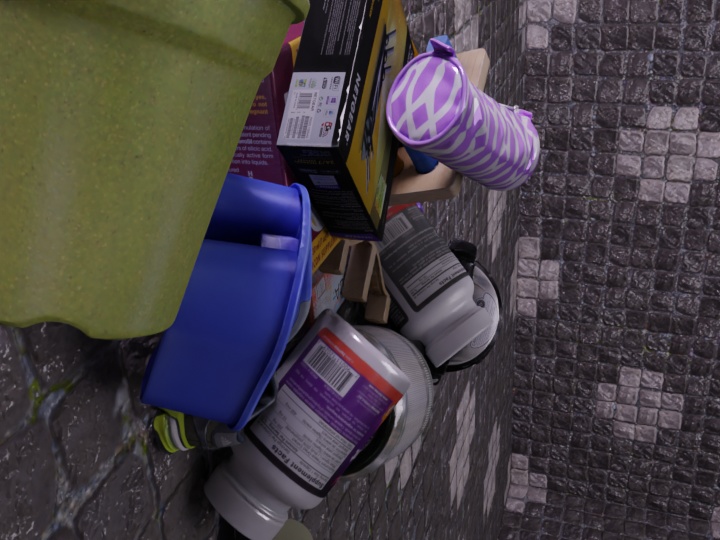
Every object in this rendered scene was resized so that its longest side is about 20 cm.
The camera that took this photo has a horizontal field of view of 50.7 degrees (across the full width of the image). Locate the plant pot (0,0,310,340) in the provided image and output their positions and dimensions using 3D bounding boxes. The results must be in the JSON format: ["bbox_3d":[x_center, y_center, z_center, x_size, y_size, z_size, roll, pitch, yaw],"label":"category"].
[{"bbox_3d":[-0.142,-0.073,0.395,0.200,0.196,0.189,-9,116,-71],"label":"plant pot"}]

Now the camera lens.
[{"bbox_3d":[-0.005,0.145,0.874,0.199,0.156,0.164,12,84,-72],"label":"camera lens"}]

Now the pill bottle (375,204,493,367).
[{"bbox_3d":[0.074,0.014,0.976,0.202,0.115,0.116,54,17,9],"label":"pill bottle"}]

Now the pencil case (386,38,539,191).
[{"bbox_3d":[0.101,-0.130,0.689,0.199,0.083,0.087,9,114,-59],"label":"pencil case"}]

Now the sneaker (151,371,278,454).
[{"bbox_3d":[-0.103,0.084,0.682,0.202,0.079,0.075,-66,154,-44],"label":"sneaker"}]

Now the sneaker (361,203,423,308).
[{"bbox_3d":[0.042,-0.035,1.084,0.082,0.081,0.203,73,30,-47],"label":"sneaker"}]

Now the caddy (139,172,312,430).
[{"bbox_3d":[-0.088,0.024,0.546,0.201,0.103,0.144,121,-24,-44],"label":"caddy"}]

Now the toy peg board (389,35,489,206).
[{"bbox_3d":[0.019,-0.177,0.829,0.098,0.195,0.204,50,47,-43],"label":"toy peg board"}]

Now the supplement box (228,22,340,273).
[{"bbox_3d":[-0.083,-0.101,0.657,0.131,0.101,0.204,-54,144,-56],"label":"supplement box"}]

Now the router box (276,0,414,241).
[{"bbox_3d":[-0.004,-0.150,0.639,0.158,0.051,0.205,58,39,-64],"label":"router box"}]

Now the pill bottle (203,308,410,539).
[{"bbox_3d":[-0.053,0.147,0.711,0.201,0.111,0.111,-51,156,-4],"label":"pill bottle"}]

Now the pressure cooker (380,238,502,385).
[{"bbox_3d":[0.117,0.064,1.123,0.179,0.176,0.200,64,-7,3],"label":"pressure cooker"}]

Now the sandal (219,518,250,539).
[{"bbox_3d":[-0.114,0.285,0.765,0.076,0.042,0.205,49,49,-65],"label":"sandal"}]

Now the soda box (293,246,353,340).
[{"bbox_3d":[-0.045,-0.003,0.850,0.201,0.067,0.065,-56,147,-55],"label":"soda box"}]

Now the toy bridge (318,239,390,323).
[{"bbox_3d":[0.000,0.000,0.834,0.200,0.027,0.069,50,48,-65],"label":"toy bridge"}]

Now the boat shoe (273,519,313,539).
[{"bbox_3d":[-0.098,0.366,0.817,0.063,0.072,0.204,-53,-164,39],"label":"boat shoe"}]
